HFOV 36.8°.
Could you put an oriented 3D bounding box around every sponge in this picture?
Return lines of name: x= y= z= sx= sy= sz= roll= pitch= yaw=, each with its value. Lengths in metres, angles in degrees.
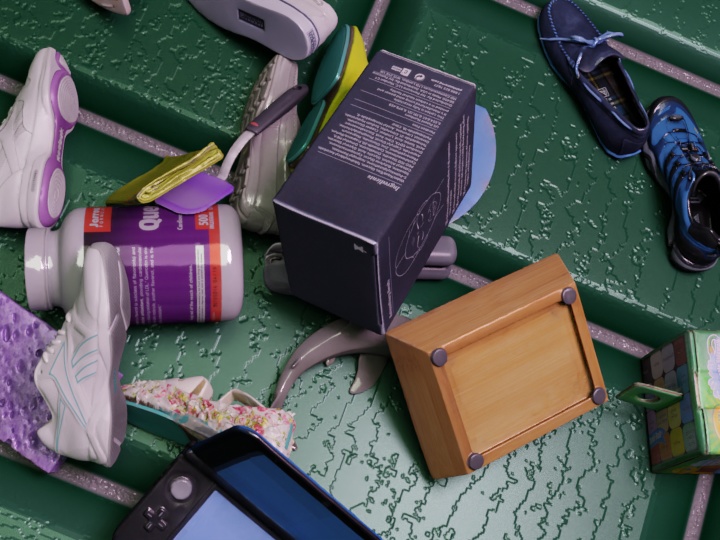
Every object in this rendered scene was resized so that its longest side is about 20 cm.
sponge: x=-0.336 y=0.087 z=1.009 sx=0.199 sy=0.030 sz=0.112 roll=34 pitch=83 yaw=2

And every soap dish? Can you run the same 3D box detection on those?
soap dish: x=0.138 y=0.095 z=1.042 sx=0.198 sy=0.081 sz=0.159 roll=-23 pitch=106 yaw=-17

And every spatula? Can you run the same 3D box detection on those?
spatula: x=-0.115 y=-0.120 z=1.049 sx=0.056 sy=0.021 sz=0.200 roll=24 pitch=61 yaw=34

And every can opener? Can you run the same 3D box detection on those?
can opener: x=0.000 y=0.000 z=1.088 sx=0.197 sy=0.054 sz=0.068 roll=1 pitch=58 yaw=-10

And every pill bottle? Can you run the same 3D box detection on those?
pill bottle: x=-0.212 y=-0.005 z=1.026 sx=0.197 sy=0.113 sz=0.114 roll=-2 pitch=73 yaw=-11

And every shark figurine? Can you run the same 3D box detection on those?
shark figurine: x=-0.017 y=0.075 z=1.050 sx=0.212 sy=0.090 sz=0.129 roll=-23 pitch=76 yaw=-17

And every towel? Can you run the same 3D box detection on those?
towel: x=-0.191 y=-0.088 z=1.015 sx=0.086 sy=0.200 sz=0.018 roll=-33 pitch=104 yaw=-17

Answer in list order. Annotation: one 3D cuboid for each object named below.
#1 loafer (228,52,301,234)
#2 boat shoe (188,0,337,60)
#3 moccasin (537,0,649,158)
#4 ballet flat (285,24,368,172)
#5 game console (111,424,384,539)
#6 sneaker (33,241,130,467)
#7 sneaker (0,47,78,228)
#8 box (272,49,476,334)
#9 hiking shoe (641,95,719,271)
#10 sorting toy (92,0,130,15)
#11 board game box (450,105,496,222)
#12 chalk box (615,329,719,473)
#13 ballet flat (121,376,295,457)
loafer: x=-0.087 y=-0.130 z=1.116 sx=0.069 sy=0.070 sz=0.203 roll=18 pitch=67 yaw=-24
boat shoe: x=-0.106 y=-0.300 z=1.148 sx=0.201 sy=0.075 sz=0.086 roll=30 pitch=54 yaw=24
moccasin: x=0.269 y=-0.225 z=1.200 sx=0.080 sy=0.068 sz=0.201 roll=-27 pitch=78 yaw=-16
ballet flat: x=-0.021 y=-0.162 z=1.101 sx=0.067 sy=0.067 sz=0.202 roll=32 pitch=52 yaw=-21
game console: x=-0.089 y=0.243 z=0.925 sx=0.200 sy=0.118 sz=0.171 roll=42 pitch=86 yaw=-12
sneaker: x=-0.247 y=0.074 z=0.948 sx=0.079 sy=0.070 sz=0.203 roll=7 pitch=101 yaw=3
sneaker: x=-0.336 y=-0.135 z=1.066 sx=0.098 sy=0.075 sz=0.203 roll=-1 pitch=64 yaw=8
box: x=0.019 y=-0.072 z=1.003 sx=0.106 sy=0.149 sz=0.201 roll=22 pitch=60 yaw=17
hiking shoe: x=0.363 y=-0.104 z=1.168 sx=0.073 sy=0.087 sz=0.203 roll=-8 pitch=74 yaw=-12
sorting toy: x=-0.279 y=-0.397 z=1.152 sx=0.178 sy=0.107 sz=0.201 roll=20 pitch=68 yaw=25
board game box: x=0.042 y=-0.124 z=1.147 sx=0.198 sy=0.039 sz=0.159 roll=23 pitch=71 yaw=6
chalk box: x=0.358 y=0.133 z=1.074 sx=0.197 sy=0.125 sz=0.126 roll=1 pitch=72 yaw=-8
ballet flat: x=-0.139 y=0.134 z=0.992 sx=0.198 sy=0.076 sz=0.064 roll=16 pitch=58 yaw=28
